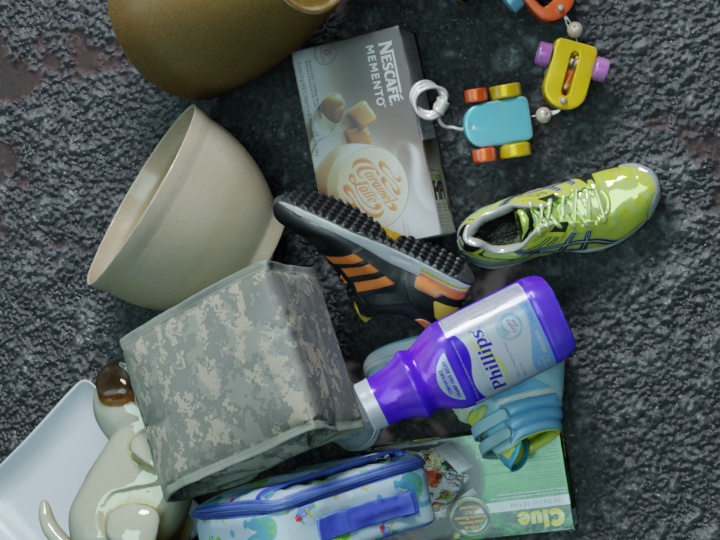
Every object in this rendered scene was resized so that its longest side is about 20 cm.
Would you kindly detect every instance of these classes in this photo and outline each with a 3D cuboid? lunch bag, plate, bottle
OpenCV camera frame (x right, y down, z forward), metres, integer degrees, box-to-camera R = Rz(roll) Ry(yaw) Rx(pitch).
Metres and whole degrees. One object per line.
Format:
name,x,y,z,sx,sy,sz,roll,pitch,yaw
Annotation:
lunch bag,-0.039,0.224,1.515,0.160,0.199,0.083,-14,88,52
plate,-0.281,0.247,1.698,0.200,0.032,0.200,-45,80,13
lunch bag,-0.118,0.105,1.500,0.199,0.117,0.165,-24,75,23
bottle,0.092,0.080,1.480,0.199,0.065,0.084,-26,105,-1

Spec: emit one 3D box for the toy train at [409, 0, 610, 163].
toy train,0.144,-0.196,1.534,0.150,0.056,0.200,41,92,-3

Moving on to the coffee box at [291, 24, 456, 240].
coffee box,0.014,-0.122,1.572,0.114,0.080,0.201,-11,90,16

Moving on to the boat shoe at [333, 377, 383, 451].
boat shoe,-0.061,0.099,1.591,0.201,0.071,0.070,39,94,27

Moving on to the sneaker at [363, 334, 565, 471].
sneaker,0.099,0.127,1.545,0.199,0.080,0.131,-7,72,17

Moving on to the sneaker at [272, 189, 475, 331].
sneaker,0.000,0.000,1.510,0.199,0.070,0.090,25,108,3

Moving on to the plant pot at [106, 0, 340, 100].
plant pot,-0.104,-0.265,1.504,0.200,0.186,0.188,-7,91,53

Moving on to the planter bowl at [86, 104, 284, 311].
planter bowl,-0.156,-0.040,1.583,0.134,0.200,0.201,32,102,-15

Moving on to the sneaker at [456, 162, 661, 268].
sneaker,0.185,-0.045,1.529,0.199,0.076,0.076,-21,85,15

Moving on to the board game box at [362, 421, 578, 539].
board game box,0.105,0.210,1.590,0.199,0.023,0.105,-8,88,17

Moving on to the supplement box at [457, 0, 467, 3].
supplement box,0.038,-0.350,1.479,0.200,0.103,0.131,35,100,12

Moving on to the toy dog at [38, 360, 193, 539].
toy dog,-0.212,0.187,1.607,0.193,0.139,0.201,-1,79,22
